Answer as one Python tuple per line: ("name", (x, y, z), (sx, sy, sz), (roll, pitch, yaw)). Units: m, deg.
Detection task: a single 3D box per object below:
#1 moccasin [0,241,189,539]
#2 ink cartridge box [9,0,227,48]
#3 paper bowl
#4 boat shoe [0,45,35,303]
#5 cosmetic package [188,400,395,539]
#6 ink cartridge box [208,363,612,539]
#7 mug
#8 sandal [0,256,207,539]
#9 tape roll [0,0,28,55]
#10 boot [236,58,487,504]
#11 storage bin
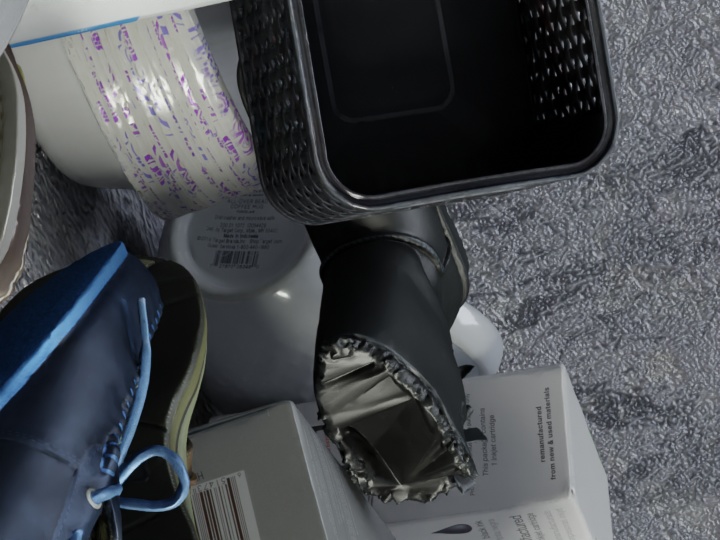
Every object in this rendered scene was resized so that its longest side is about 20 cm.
("moccasin", (-0.103, 0.075, 0.595), (0.068, 0.080, 0.200), (45, 44, -18))
("ink cartridge box", (-0.128, -0.181, 0.885), (0.200, 0.115, 0.068), (-121, -158, -49))
("paper bowl", (-0.120, -0.123, 1.040), (0.201, 0.104, 0.202), (-19, 90, -83))
("boat shoe", (-0.150, -0.056, 0.737), (0.060, 0.072, 0.200), (62, 3, -51))
("cosmetic package", (-0.042, 0.143, 0.938), (0.200, 0.106, 0.091), (62, 10, -64))
("ink cartridge box", (0.030, 0.132, 1.130), (0.146, 0.199, 0.084), (62, 22, -55))
("mug", (-0.015, 0.020, 1.148), (0.148, 0.199, 0.175), (-66, 154, -19))
("sandal", (-0.091, 0.075, 0.722), (0.057, 0.079, 0.202), (90, -4, -50))
("tape roll", (-0.158, -0.133, 0.546), (0.200, 0.066, 0.201), (4, 90, -66))
("boot", (-0.001, 0.000, 0.960), (0.199, 0.073, 0.163), (60, 22, -31))
("storage bin", (0.019, -0.128, 0.880), (0.094, 0.135, 0.201), (169, -88, -73))
